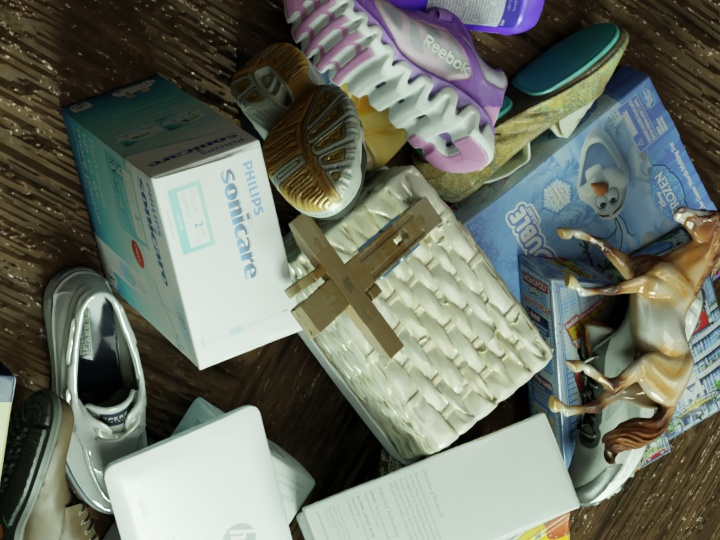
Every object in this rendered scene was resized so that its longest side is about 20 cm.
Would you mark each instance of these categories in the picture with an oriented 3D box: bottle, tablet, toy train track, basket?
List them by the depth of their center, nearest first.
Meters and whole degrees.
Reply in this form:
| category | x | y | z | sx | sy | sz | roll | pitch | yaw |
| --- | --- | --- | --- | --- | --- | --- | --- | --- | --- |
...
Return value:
| category | x | y | z | sx | sy | sz | roll | pitch | yaw |
| --- | --- | --- | --- | --- | --- | --- | --- | --- | --- |
| toy train track | 0.000 | 0.000 | 1.572 | 0.115 | 0.032 | 0.200 | 54 | 36 | -4 |
| bottle | 0.044 | -0.226 | 1.699 | 0.199 | 0.065 | 0.084 | 2 | 101 | -27 |
| basket | 0.034 | 0.031 | 1.706 | 0.135 | 0.123 | 0.200 | -38 | 94 | -11 |
| tablet | -0.113 | 0.211 | 1.713 | 0.129 | 0.014 | 0.201 | -22 | 117 | -19 |

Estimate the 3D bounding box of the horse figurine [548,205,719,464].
| category | x | y | z | sx | sy | sz | roll | pitch | yaw |
| --- | --- | --- | --- | --- | --- | --- | --- | --- | --- |
| horse figurine | 0.209 | 0.047 | 1.699 | 0.132 | 0.050 | 0.202 | 5 | 83 | -21 |

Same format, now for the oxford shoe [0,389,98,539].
| category | x | y | z | sx | sy | sz | roll | pitch | yaw |
| --- | --- | --- | --- | --- | --- | --- | --- | --- | --- |
| oxford shoe | -0.236 | 0.177 | 1.692 | 0.084 | 0.073 | 0.201 | 0 | 119 | -30 |

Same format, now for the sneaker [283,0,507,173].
| category | x | y | z | sx | sy | sz | roll | pitch | yaw |
| --- | --- | --- | --- | --- | --- | --- | --- | --- | --- |
| sneaker | 0.032 | -0.163 | 1.653 | 0.200 | 0.080 | 0.089 | 40 | 62 | -18 |

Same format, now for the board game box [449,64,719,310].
| category | x | y | z | sx | sy | sz | roll | pitch | yaw |
| --- | --- | --- | --- | --- | --- | --- | --- | --- | --- |
| board game box | 0.193 | -0.028 | 1.855 | 0.199 | 0.043 | 0.201 | -38 | 120 | -10 |

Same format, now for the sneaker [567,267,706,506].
| category | x | y | z | sx | sy | sz | roll | pitch | yaw |
| --- | --- | --- | --- | --- | --- | --- | --- | --- | --- |
| sneaker | 0.196 | 0.087 | 1.766 | 0.079 | 0.074 | 0.201 | 19 | 93 | -20 |

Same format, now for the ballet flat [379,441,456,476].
| category | x | y | z | sx | sy | sz | roll | pitch | yaw |
| --- | --- | --- | --- | --- | --- | --- | --- | --- | --- |
| ballet flat | 0.053 | 0.136 | 1.819 | 0.067 | 0.075 | 0.202 | -8 | 110 | -23 |

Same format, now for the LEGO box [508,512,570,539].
| category | x | y | z | sx | sy | sz | roll | pitch | yaw |
| --- | --- | --- | --- | --- | --- | --- | --- | --- | --- |
| LEGO box | 0.073 | 0.259 | 1.834 | 0.199 | 0.077 | 0.149 | -32 | 149 | -14 |

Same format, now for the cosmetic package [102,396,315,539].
| category | x | y | z | sx | sy | sz | roll | pitch | yaw |
| --- | --- | --- | --- | --- | --- | --- | --- | --- | --- |
| cosmetic package | -0.135 | 0.213 | 1.752 | 0.101 | 0.074 | 0.201 | 35 | 91 | -31 |

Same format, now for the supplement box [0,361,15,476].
| category | x | y | z | sx | sy | sz | roll | pitch | yaw |
| --- | --- | --- | --- | --- | --- | --- | --- | --- | --- |
| supplement box | -0.365 | 0.144 | 1.572 | 0.199 | 0.134 | 0.201 | 2 | 105 | -28 |

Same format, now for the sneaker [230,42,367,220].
| category | x | y | z | sx | sy | sz | roll | pitch | yaw |
| --- | --- | --- | --- | --- | --- | --- | --- | --- | --- |
| sneaker | -0.025 | -0.084 | 1.566 | 0.075 | 0.200 | 0.088 | -33 | 124 | 6 |

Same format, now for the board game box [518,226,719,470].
| category | x | y | z | sx | sy | sz | roll | pitch | yaw |
| --- | --- | --- | --- | --- | --- | --- | --- | --- | --- |
| board game box | 0.211 | 0.057 | 1.833 | 0.199 | 0.062 | 0.201 | -28 | 119 | -14 |

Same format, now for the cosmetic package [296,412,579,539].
| category | x | y | z | sx | sy | sz | roll | pitch | yaw |
| --- | --- | --- | --- | --- | --- | --- | --- | --- | --- |
| cosmetic package | 0.058 | 0.183 | 1.718 | 0.199 | 0.113 | 0.082 | -22 | 84 | -8 |

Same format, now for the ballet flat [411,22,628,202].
| category | x | y | z | sx | sy | sz | roll | pitch | yaw |
| --- | --- | --- | --- | --- | --- | --- | --- | --- | --- |
| ballet flat | 0.132 | -0.121 | 1.781 | 0.199 | 0.071 | 0.071 | -33 | 119 | -7 |

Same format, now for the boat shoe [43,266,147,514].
| category | x | y | z | sx | sy | sz | roll | pitch | yaw |
| --- | --- | --- | --- | --- | --- | --- | --- | --- | --- |
| boat shoe | -0.195 | 0.098 | 1.685 | 0.073 | 0.065 | 0.201 | -21 | 115 | -20 |

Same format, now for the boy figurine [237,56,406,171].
| category | x | y | z | sx | sy | sz | roll | pitch | yaw |
| --- | --- | --- | --- | --- | --- | --- | --- | --- | --- |
| boy figurine | 0.006 | -0.131 | 1.713 | 0.199 | 0.064 | 0.125 | -6 | 104 | -23 |

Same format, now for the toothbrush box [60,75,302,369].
| category | x | y | z | sx | sy | sz | roll | pitch | yaw |
| --- | --- | --- | --- | --- | --- | --- | --- | --- | --- |
| toothbrush box | -0.128 | -0.038 | 1.595 | 0.085 | 0.200 | 0.147 | -21 | 116 | -19 |
